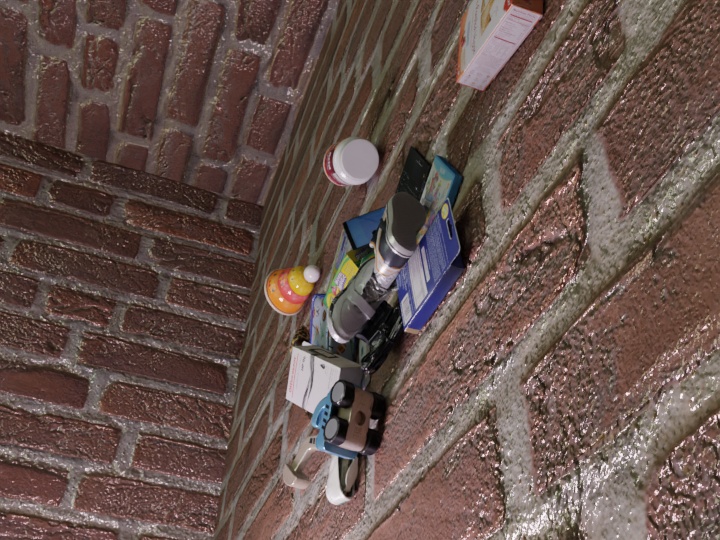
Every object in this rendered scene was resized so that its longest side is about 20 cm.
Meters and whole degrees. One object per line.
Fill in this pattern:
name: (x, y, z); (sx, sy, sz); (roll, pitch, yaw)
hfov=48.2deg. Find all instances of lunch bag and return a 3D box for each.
lunch bag: (-0.069, 0.154, 1.776); (0.160, 0.074, 0.206); (-174, 89, -67)

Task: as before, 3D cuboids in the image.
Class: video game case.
video game case: (-0.047, 0.010, 2.011); (0.182, 0.022, 0.205); (-130, 54, -73)
video game case: (0.124, -0.092, 1.436); (0.144, 0.017, 0.204); (-111, 37, -68)

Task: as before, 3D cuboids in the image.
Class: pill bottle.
pill bottle: (-0.023, -0.270, 1.997); (0.200, 0.112, 0.117); (-164, 89, -76)

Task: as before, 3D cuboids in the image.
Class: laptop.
laptop: (0.049, -0.148, 1.617); (0.178, 0.101, 0.204); (-113, 40, -67)

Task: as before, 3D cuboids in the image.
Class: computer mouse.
computer mouse: (0.041, 0.113, 1.473); (0.140, 0.052, 0.200); (-54, 16, 3)

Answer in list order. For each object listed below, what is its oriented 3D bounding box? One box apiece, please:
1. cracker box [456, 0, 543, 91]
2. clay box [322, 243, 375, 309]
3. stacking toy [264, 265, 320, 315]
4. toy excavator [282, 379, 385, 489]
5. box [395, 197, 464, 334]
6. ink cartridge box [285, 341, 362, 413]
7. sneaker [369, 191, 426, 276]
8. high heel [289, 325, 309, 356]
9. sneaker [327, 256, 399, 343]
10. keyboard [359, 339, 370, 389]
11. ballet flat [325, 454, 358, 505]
cracker box: (0.219, -0.403, 1.280); (0.200, 0.056, 0.137); (131, 150, -60)
clay box: (0.000, 0.000, 1.642); (0.114, 0.048, 0.202); (-31, -21, -37)
stacking toy: (-0.181, 0.032, 2.375); (0.199, 0.144, 0.149); (-34, 41, 45)
toy excavator: (-0.059, 0.307, 1.488); (0.198, 0.098, 0.199); (-14, 59, 53)
box: (0.118, -0.006, 1.316); (0.123, 0.032, 0.202); (-97, 27, -42)
ink cartridge box: (-0.090, 0.227, 1.666); (0.198, 0.067, 0.119); (17, 100, 46)
sneaker: (0.060, -0.065, 1.390); (0.080, 0.078, 0.201); (-52, 8, 30)
high heel: (-0.129, 0.198, 2.080); (0.143, 0.070, 0.203); (-53, 28, 42)
sneaker: (0.016, 0.038, 1.461); (0.114, 0.075, 0.201); (-33, 20, 53)
keyboard: (0.008, 0.163, 1.674); (0.203, 0.010, 0.057); (-90, 14, -45)
ballet flat: (-0.024, 0.342, 1.534); (0.069, 0.068, 0.205); (142, 136, -68)
